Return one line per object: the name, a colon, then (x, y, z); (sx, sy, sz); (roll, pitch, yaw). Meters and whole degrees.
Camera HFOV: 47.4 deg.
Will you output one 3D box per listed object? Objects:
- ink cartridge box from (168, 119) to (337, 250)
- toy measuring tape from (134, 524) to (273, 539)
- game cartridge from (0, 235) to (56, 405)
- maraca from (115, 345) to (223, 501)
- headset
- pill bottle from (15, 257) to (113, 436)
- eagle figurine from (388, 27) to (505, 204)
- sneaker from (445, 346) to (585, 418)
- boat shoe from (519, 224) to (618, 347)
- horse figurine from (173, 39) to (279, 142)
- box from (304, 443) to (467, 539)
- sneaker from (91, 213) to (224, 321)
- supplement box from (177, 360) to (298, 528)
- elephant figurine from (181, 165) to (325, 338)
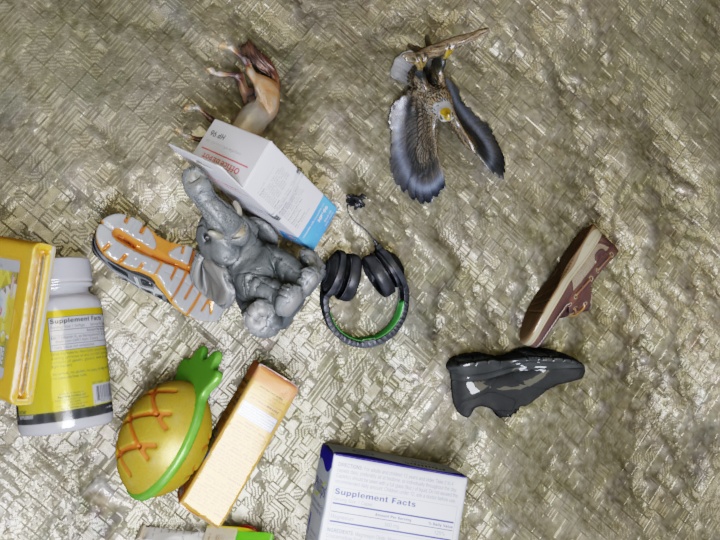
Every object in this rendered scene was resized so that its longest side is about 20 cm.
ink cartridge box: (-0.129, -0.114, 1.009); (0.069, 0.115, 0.200); (-58, 141, -9)
toy measuring tape: (-0.187, 0.363, 1.047); (0.195, 0.074, 0.075); (2, 85, 6)
game cartridge: (-0.430, 0.049, 0.958); (0.032, 0.197, 0.181); (10, 87, -51)
maraca: (-0.232, 0.187, 1.014); (0.107, 0.136, 0.203); (38, 72, -34)
headset: (0.000, 0.000, 1.113); (0.121, 0.094, 0.205); (-6, 102, -15)
pill bottle: (-0.368, 0.091, 1.000); (0.112, 0.114, 0.205); (-7, 86, -11)
eagle figurine: (0.110, -0.211, 1.126); (0.149, 0.151, 0.204); (1, 121, 28)
sneaker: (0.215, 0.156, 1.137); (0.195, 0.076, 0.093); (-4, 96, -4)
boat shoe: (0.299, 0.033, 1.158); (0.071, 0.072, 0.202); (37, 74, -5)
horse figurine: (-0.160, -0.213, 1.093); (0.131, 0.050, 0.203); (30, 74, -20)
box: (0.025, 0.344, 1.061); (0.180, 0.105, 0.205); (12, 84, -9)
sneaker: (-0.257, -0.001, 1.053); (0.199, 0.077, 0.079); (40, 60, -24)
supplement box: (-0.158, 0.220, 1.053); (0.068, 0.066, 0.203); (30, 80, -12)
elephant figurine: (-0.149, -0.021, 1.020); (0.199, 0.142, 0.156); (40, 112, 2)
